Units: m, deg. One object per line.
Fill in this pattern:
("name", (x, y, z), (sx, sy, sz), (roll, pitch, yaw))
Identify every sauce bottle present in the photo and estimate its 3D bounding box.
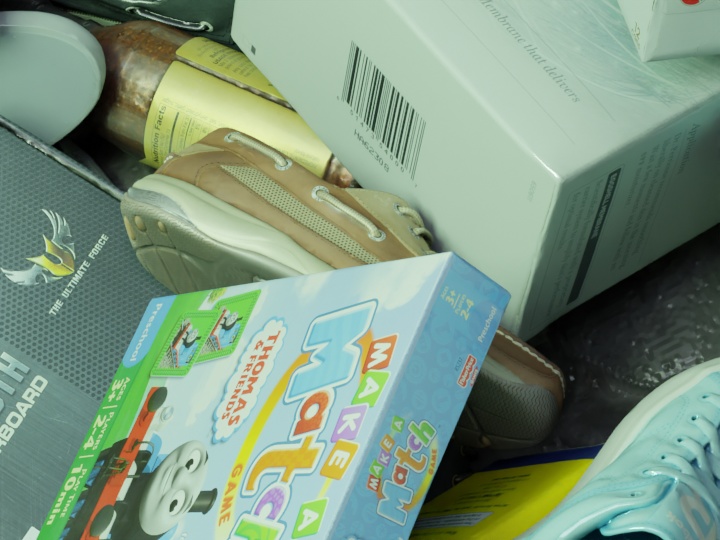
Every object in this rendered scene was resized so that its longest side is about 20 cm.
("sauce bottle", (-0.075, -0.074, 1.219), (0.200, 0.066, 0.066), (25, 75, 21))

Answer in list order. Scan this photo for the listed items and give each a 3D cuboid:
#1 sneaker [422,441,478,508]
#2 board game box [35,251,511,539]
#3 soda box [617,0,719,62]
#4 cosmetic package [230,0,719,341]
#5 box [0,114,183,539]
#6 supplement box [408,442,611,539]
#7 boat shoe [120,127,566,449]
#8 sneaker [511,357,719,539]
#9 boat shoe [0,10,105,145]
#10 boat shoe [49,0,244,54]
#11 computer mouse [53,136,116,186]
("sneaker", (0.028, 0.089, 1.139), (0.200, 0.075, 0.106), (-40, 85, -14))
("board game box", (-0.043, 0.073, 1.008), (0.200, 0.037, 0.151), (-9, 51, 53))
("soda box", (0.116, -0.174, 1.060), (0.068, 0.064, 0.200), (-8, 50, -11))
("cosmetic package", (0.086, -0.111, 1.138), (0.200, 0.123, 0.199), (-29, 64, -26))
("box", (-0.151, 0.051, 1.123), (0.158, 0.051, 0.200), (32, 67, 2))
("supplement box", (0.025, 0.162, 1.028), (0.200, 0.109, 0.109), (-31, 95, -24))
("boat shoe", (0.000, 0.000, 1.091), (0.200, 0.076, 0.072), (30, 61, 15))
("sneaker", (0.109, 0.096, 0.969), (0.200, 0.082, 0.074), (-40, 100, -24))
("boat shoe", (-0.206, -0.079, 1.220), (0.202, 0.075, 0.086), (-20, 31, 13))
("boat shoe", (-0.077, -0.144, 1.245), (0.199, 0.066, 0.075), (14, 71, 16))
("computer mouse", (-0.152, 0.023, 1.209), (0.140, 0.046, 0.200), (-33, 62, -9))
